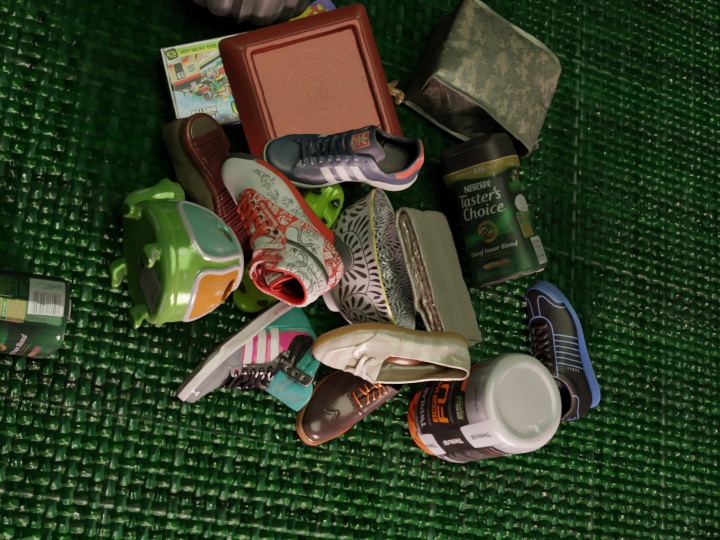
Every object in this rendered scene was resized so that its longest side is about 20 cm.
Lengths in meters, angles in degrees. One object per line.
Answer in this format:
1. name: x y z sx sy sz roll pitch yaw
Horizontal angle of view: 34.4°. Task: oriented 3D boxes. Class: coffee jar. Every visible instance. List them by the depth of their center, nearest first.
1. coffee jar: -0.421 0.039 1.250 0.199 0.104 0.086 11 69 -26
2. coffee jar: 0.182 -0.085 1.610 0.085 0.104 0.201 -13 87 -58

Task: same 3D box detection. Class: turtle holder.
1. turtle holder: -0.221 -0.019 1.375 0.131 0.185 0.142 -5 112 -30

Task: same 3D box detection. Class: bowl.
1. bowl: 0.000 0.000 1.489 0.094 0.201 0.202 -11 79 13

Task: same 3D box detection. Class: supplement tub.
1. supplement tub: 0.151 0.179 1.483 0.122 0.200 0.123 9 72 -28

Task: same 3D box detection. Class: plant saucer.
1. plant saucer: -0.056 -0.222 1.467 0.199 0.037 0.201 -18 93 -14

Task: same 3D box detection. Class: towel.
1. towel: 0.105 0.014 1.569 0.132 0.034 0.201 1 72 -64

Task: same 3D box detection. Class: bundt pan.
1. bundt pan: -0.146 -0.385 1.505 0.201 0.076 0.202 12 42 -11

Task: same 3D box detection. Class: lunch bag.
1. lunch bag: 0.185 -0.269 1.674 0.200 0.118 0.164 30 64 -15

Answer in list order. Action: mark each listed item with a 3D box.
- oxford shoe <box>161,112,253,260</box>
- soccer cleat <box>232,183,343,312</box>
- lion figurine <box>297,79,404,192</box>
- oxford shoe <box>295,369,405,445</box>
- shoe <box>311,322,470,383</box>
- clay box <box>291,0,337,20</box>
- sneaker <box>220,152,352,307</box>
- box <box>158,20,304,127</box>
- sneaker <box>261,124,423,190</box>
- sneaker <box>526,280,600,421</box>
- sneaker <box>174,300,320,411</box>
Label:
1. oxford shoe: -0.182 -0.103 1.451 0.070 0.075 0.201 -40 118 -40
2. soccer cleat: -0.088 -0.030 1.470 0.067 0.081 0.200 38 91 -6
3. lion figurine: -0.026 -0.186 1.545 0.122 0.072 0.201 22 75 -18
4. oxford shoe: 0.001 0.150 1.479 0.200 0.072 0.071 -38 97 -32
5. shoe: 0.041 0.104 1.413 0.199 0.070 0.054 2 50 -13
6. clay box: -0.087 -0.272 1.559 0.200 0.048 0.115 -43 99 -32
7. sneaker: -0.108 -0.047 1.364 0.201 0.067 0.108 45 44 0
8. box: -0.146 -0.245 1.481 0.199 0.035 0.111 -14 93 -14
9. sneaker: -0.017 -0.145 1.406 0.199 0.085 0.075 0 70 -17
10. sneaker: 0.274 0.116 1.648 0.078 0.070 0.201 -23 89 -39
11. sneaker: -0.120 0.129 1.415 0.200 0.084 0.121 -37 87 -33
